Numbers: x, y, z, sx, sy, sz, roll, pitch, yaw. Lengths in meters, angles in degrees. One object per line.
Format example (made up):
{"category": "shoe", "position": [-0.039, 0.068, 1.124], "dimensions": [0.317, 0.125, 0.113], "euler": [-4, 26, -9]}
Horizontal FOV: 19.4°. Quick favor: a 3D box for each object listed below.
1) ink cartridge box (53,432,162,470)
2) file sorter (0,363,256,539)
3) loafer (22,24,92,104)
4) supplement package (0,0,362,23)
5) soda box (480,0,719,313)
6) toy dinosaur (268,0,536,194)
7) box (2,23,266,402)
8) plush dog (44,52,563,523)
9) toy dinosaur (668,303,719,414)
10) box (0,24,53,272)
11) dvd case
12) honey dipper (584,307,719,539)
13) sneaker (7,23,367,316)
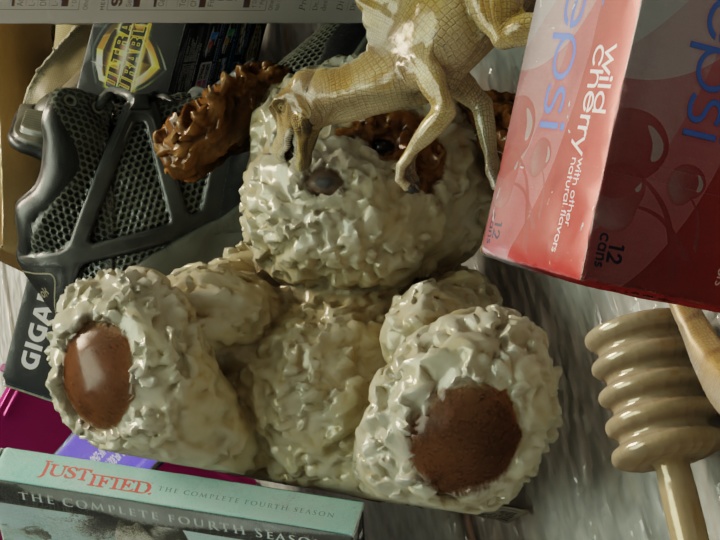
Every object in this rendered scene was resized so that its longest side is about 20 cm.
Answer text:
{"category": "ink cartridge box", "position": [-0.085, 0.058, 0.953], "dimensions": [0.043, 0.200, 0.198], "euler": [45, 150, -1]}
{"category": "file sorter", "position": [-0.175, 0.164, 1.124], "dimensions": [0.200, 0.139, 0.125], "euler": [-62, 16, -8]}
{"category": "loafer", "position": [-0.133, -0.114, 1.092], "dimensions": [0.200, 0.067, 0.076], "euler": [-58, -18, -57]}
{"category": "supplement package", "position": [-0.087, -0.168, 0.851], "dimensions": [0.114, 0.200, 0.110], "euler": [41, 128, 50]}
{"category": "soda box", "position": [0.097, -0.091, 0.617], "dimensions": [0.070, 0.063, 0.200], "euler": [-161, 82, -67]}
{"category": "toy dinosaur", "position": [0.048, -0.095, 0.724], "dimensions": [0.101, 0.058, 0.200], "euler": [46, 100, 12]}
{"category": "box", "position": [-0.105, -0.044, 1.028], "dimensions": [0.159, 0.046, 0.200], "euler": [-36, -38, -76]}
{"category": "plush dog", "position": [0.000, 0.000, 0.812], "dimensions": [0.160, 0.200, 0.172], "euler": [27, -109, -68]}
{"category": "toy dinosaur", "position": [0.132, 0.048, 0.604], "dimensions": [0.200, 0.060, 0.106], "euler": [6, 69, 64]}
{"category": "box", "position": [-0.152, -0.061, 1.144], "dimensions": [0.200, 0.021, 0.164], "euler": [34, -135, -63]}
{"category": "dvd case", "position": [-0.066, 0.156, 0.848], "dimensions": [0.022, 0.146, 0.200], "euler": [-70, -16, -48]}
{"category": "honey dipper", "position": [0.109, 0.111, 0.664], "dimensions": [0.038, 0.038, 0.200], "euler": [137, 127, -60]}
{"category": "sneaker", "position": [-0.074, -0.064, 0.903], "dimensions": [0.199, 0.114, 0.076], "euler": [-46, 5, -5]}
